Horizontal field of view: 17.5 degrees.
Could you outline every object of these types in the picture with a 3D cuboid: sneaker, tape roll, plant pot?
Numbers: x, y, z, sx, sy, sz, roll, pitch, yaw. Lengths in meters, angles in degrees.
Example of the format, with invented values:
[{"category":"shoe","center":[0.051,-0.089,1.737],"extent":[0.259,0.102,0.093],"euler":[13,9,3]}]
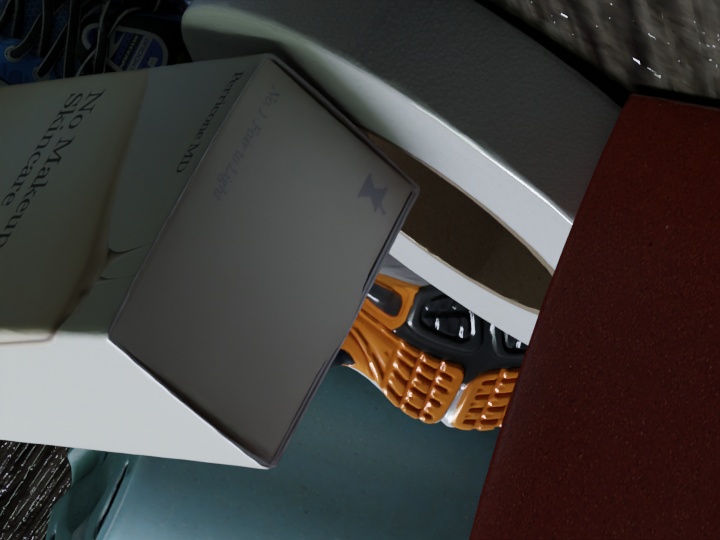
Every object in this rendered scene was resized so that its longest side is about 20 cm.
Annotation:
[{"category":"sneaker","center":[-0.107,-0.090,0.825],"extent":[0.089,0.079,0.200],"euler":[14,171,46]},{"category":"sneaker","center":[0.000,0.000,0.873],"extent":[0.199,0.076,0.092],"euler":[9,-145,-28]},{"category":"tape roll","center":[0.034,-0.030,0.728],"extent":[0.202,0.037,0.203],"euler":[36,169,8]},{"category":"plant pot","center":[-0.017,0.101,0.969],"extent":[0.195,0.201,0.200],"euler":[21,180,-16]},{"category":"plant pot","center":[0.132,0.091,0.573],"extent":[0.199,0.177,0.200],"euler":[35,176,-22]}]

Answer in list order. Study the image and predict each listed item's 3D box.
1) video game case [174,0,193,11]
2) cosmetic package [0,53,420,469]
[{"category":"video game case","center":[-0.120,-0.149,0.769],"extent":[0.182,0.022,0.200],"euler":[33,176,-3]},{"category":"cosmetic package","center":[-0.086,-0.003,0.740],"extent":[0.073,0.104,0.200],"euler":[41,155,-30]}]
